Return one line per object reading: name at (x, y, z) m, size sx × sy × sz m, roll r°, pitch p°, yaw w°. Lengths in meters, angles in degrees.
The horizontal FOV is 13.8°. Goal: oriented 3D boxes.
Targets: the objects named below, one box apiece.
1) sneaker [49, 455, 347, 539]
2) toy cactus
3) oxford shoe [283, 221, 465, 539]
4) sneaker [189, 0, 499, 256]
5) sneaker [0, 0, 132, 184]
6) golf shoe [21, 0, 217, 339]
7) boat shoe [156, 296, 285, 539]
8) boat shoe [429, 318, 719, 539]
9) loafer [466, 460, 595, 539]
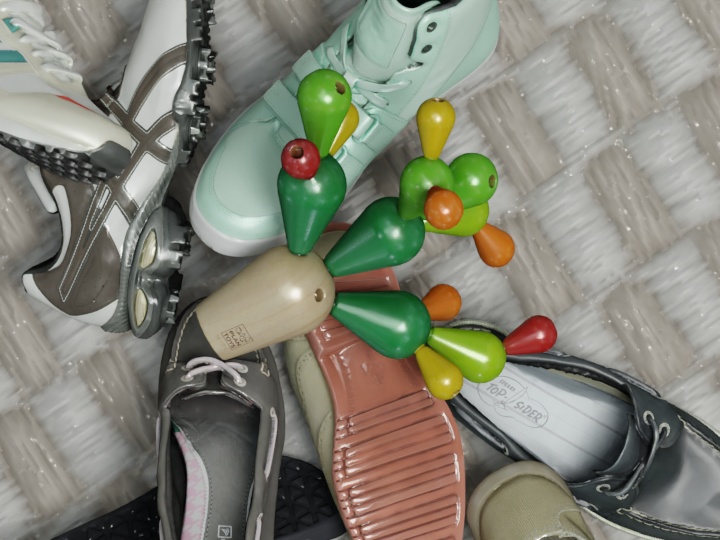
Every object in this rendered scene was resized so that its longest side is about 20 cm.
sneaker at (-0.099, 0.162, 1.568) m, size 0.199 × 0.072 × 0.083 m, roll -18°, pitch 136°, yaw -10°
toy cactus at (0.000, 0.000, 1.463) m, size 0.164 × 0.103 × 0.200 m, roll -29°, pitch 132°, yaw 8°
oxford shoe at (0.004, 0.076, 1.550) m, size 0.070 × 0.074 × 0.201 m, roll -11°, pitch 86°, yaw -19°
sneaker at (-0.012, -0.098, 1.493) m, size 0.200 × 0.118 × 0.074 m, roll -42°, pitch 72°, yaw -15°
sneaker at (-0.185, -0.117, 1.521) m, size 0.199 × 0.070 × 0.094 m, roll 26°, pitch 87°, yaw 33°
golf shoe at (-0.126, -0.068, 1.546) m, size 0.094 × 0.078 × 0.201 m, roll 10°, pitch 91°, yaw 2°
boat shoe at (-0.071, 0.094, 1.517) m, size 0.066 × 0.057 × 0.201 m, roll 0°, pitch 61°, yaw -1°
boat shoe at (0.124, 0.087, 1.546) m, size 0.199 × 0.066 × 0.075 m, roll 34°, pitch 92°, yaw 0°
loafer at (0.116, 0.193, 1.532) m, size 0.075 × 0.068 × 0.201 m, roll -31°, pitch 109°, yaw 6°
